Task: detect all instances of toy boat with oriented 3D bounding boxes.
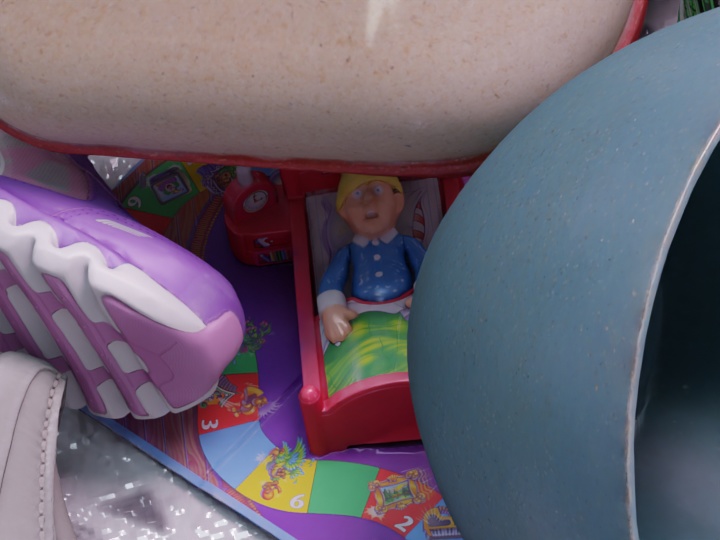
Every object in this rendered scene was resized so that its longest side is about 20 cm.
[{"bbox_3d":[-0.015,-0.088,0.770,0.199,0.131,0.131,5,84,13],"label":"toy boat"}]

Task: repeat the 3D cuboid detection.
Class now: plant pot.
[{"bbox_3d":[0.090,0.023,0.684,0.135,0.200,0.200,9,49,49],"label":"plant pot"}]

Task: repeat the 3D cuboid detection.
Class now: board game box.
[{"bbox_3d":[0.000,0.000,0.795,0.200,0.039,0.158,30,62,30],"label":"board game box"}]

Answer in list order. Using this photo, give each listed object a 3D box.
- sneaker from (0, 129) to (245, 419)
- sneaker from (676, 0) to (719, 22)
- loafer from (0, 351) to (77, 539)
[{"bbox_3d":[-0.107,-0.026,0.802,0.200,0.081,0.088,23,57,33],"label":"sneaker"},{"bbox_3d":[0.155,-0.040,0.774,0.078,0.085,0.200,-32,54,-16],"label":"sneaker"},{"bbox_3d":[-0.088,0.109,0.711,0.070,0.070,0.200,4,52,-5],"label":"loafer"}]
